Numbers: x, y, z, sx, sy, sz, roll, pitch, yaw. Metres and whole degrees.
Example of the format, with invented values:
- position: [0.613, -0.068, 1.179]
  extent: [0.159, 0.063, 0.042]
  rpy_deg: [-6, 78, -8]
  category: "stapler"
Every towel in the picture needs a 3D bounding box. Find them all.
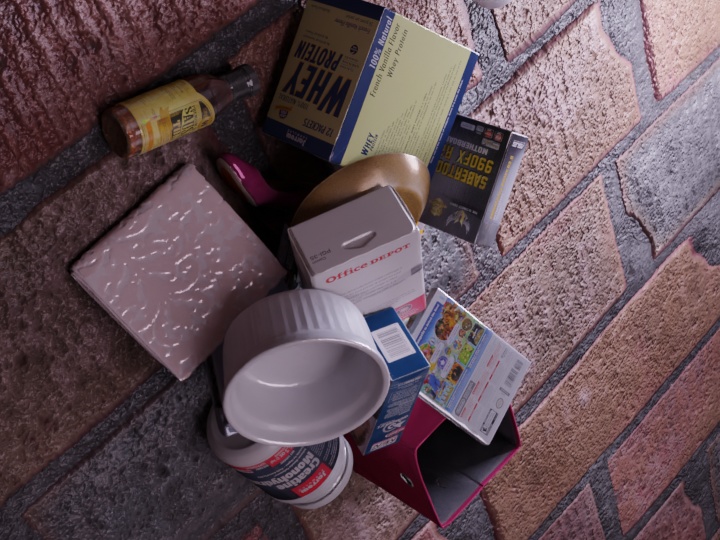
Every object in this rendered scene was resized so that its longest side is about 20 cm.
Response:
- position: [-0.216, 0.001, 1.424]
  extent: [0.191, 0.032, 0.200]
  rpy_deg: [48, 69, -9]
  category: "towel"

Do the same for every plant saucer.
- position: [0.008, -0.067, 1.505]
  extent: [0.200, 0.035, 0.200]
  rpy_deg: [-21, 148, -14]
  category: "plant saucer"

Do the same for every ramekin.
- position: [-0.072, 0.114, 1.411]
  extent: [0.200, 0.098, 0.201]
  rpy_deg: [-9, 136, -9]
  category: "ramekin"

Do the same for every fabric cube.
- position: [0.097, 0.233, 1.808]
  extent: [0.200, 0.199, 0.196]
  rpy_deg: [-42, 135, -24]
  category: "fabric cube"

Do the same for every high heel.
- position: [-0.114, -0.120, 1.513]
  extent: [0.096, 0.067, 0.200]
  rpy_deg: [-49, 151, -7]
  category: "high heel"

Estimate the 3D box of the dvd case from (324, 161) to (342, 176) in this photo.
- position: [0.006, -0.183, 1.644]
  extent: [0.143, 0.018, 0.200]
  rpy_deg: [-42, 134, -23]
  category: "dvd case"

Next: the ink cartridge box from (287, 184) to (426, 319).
- position: [0.000, 0.000, 1.480]
  extent: [0.146, 0.083, 0.200]
  rpy_deg: [-24, 149, -9]
  category: "ink cartridge box"

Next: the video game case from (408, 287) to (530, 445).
- position: [0.143, 0.138, 1.677]
  extent: [0.200, 0.018, 0.143]
  rpy_deg: [38, 72, -24]
  category: "video game case"

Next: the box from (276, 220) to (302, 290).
- position: [-0.063, 0.014, 1.621]
  extent: [0.137, 0.040, 0.200]
  rpy_deg: [-15, 133, -42]
  category: "box"

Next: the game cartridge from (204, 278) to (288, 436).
- position: [-0.136, 0.098, 1.501]
  extent: [0.133, 0.040, 0.201]
  rpy_deg: [-13, 97, -28]
  category: "game cartridge"

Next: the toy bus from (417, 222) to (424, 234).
- position: [0.031, 0.004, 1.727]
  extent: [0.078, 0.065, 0.201]
  rpy_deg: [0, 108, -48]
  category: "toy bus"

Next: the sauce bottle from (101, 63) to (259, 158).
- position: [-0.207, -0.194, 1.381]
  extent: [0.200, 0.066, 0.066]
  rpy_deg: [-30, 128, -31]
  category: "sauce bottle"

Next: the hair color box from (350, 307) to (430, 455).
- position: [0.023, 0.149, 1.543]
  extent: [0.060, 0.100, 0.200]
  rpy_deg: [-18, 149, -24]
  category: "hair color box"

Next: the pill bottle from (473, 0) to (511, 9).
- position: [0.137, -0.436, 1.580]
  extent: [0.200, 0.119, 0.120]
  rpy_deg: [26, 90, -49]
  category: "pill bottle"

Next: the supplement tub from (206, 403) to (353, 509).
- position: [-0.109, 0.240, 1.640]
  extent: [0.140, 0.140, 0.200]
  rpy_deg: [-54, 138, -11]
  category: "supplement tub"

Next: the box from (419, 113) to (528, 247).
- position: [0.116, -0.139, 1.616]
  extent: [0.048, 0.200, 0.159]
  rpy_deg: [7, 105, -52]
  category: "box"

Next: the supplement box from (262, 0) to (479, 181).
- position: [0.014, -0.229, 1.511]
  extent: [0.200, 0.134, 0.200]
  rpy_deg: [12, 101, -49]
  category: "supplement box"

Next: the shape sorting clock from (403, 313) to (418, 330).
- position: [0.015, 0.126, 1.675]
  extent: [0.200, 0.039, 0.200]
  rpy_deg: [-44, 164, -15]
  category: "shape sorting clock"
